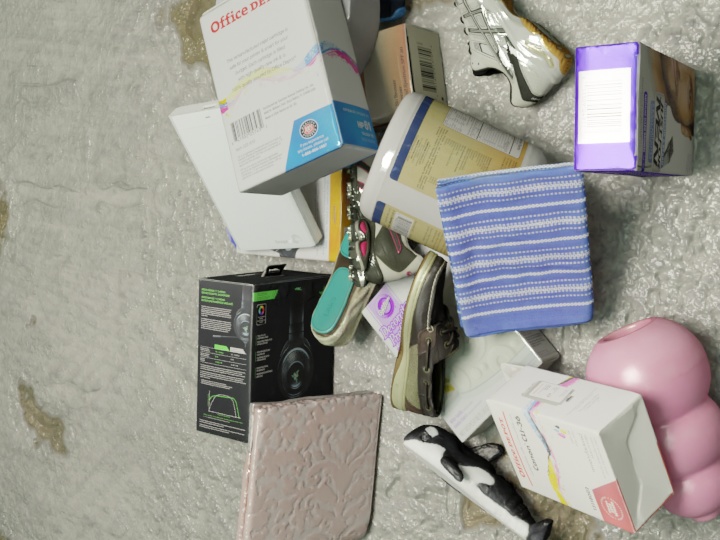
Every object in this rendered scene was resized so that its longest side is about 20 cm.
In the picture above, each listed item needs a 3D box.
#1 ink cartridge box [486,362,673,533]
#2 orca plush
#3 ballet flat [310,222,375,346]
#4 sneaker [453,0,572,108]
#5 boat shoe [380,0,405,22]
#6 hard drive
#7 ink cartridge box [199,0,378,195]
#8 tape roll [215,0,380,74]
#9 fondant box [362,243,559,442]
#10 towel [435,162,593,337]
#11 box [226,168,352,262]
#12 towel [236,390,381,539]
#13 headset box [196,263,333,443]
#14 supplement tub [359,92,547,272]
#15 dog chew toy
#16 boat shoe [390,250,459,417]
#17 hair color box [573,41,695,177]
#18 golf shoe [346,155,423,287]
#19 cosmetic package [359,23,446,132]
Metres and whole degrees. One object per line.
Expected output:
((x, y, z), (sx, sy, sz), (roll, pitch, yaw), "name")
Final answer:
((0.202, 0.169, 0.955), (0.199, 0.067, 0.118), (9, 127, 59), "ink cartridge box")
((0.144, 0.229, 1.094), (0.199, 0.106, 0.071), (30, 76, 39), "orca plush")
((0.000, 0.000, 1.174), (0.067, 0.062, 0.203), (25, 85, 38), "ballet flat")
((0.139, -0.263, 1.055), (0.201, 0.075, 0.088), (51, 118, 20), "sneaker")
((-0.029, -0.361, 1.163), (0.196, 0.084, 0.070), (18, 121, 17), "boat shoe")
((-0.140, -0.115, 1.172), (0.130, 0.026, 0.202), (-1, 127, 35), "hard drive")
((-0.077, -0.200, 1.016), (0.143, 0.084, 0.204), (-19, 82, 31), "ink cartridge box")
((-0.076, -0.294, 1.101), (0.197, 0.066, 0.205), (0, 91, 34), "tape roll")
((0.112, 0.073, 1.111), (0.201, 0.058, 0.145), (51, 119, 21), "fondant box")
((0.156, -0.014, 0.949), (0.142, 0.024, 0.203), (-6, 130, 12), "towel")
((-0.095, -0.078, 1.249), (0.197, 0.041, 0.122), (6, 97, 36), "box")
((-0.061, 0.248, 1.160), (0.032, 0.197, 0.196), (12, 99, 48), "towel")
((-0.115, 0.093, 1.196), (0.091, 0.173, 0.205), (5, 95, 33), "headset box")
((0.112, -0.086, 1.017), (0.197, 0.145, 0.147), (25, 109, 3), "supplement tub")
((0.307, 0.152, 0.954), (0.123, 0.124, 0.203), (-25, 88, 32), "dog chew toy")
((0.079, 0.073, 1.053), (0.064, 0.073, 0.203), (17, 125, 16), "boat shoe")
((0.264, -0.146, 0.905), (0.064, 0.199, 0.112), (3, 95, 31), "hair color box")
((0.025, -0.072, 1.119), (0.086, 0.078, 0.204), (-3, 60, 0), "golf shoe")
((-0.004, -0.218, 1.146), (0.197, 0.087, 0.106), (-10, 88, 34), "cosmetic package")
